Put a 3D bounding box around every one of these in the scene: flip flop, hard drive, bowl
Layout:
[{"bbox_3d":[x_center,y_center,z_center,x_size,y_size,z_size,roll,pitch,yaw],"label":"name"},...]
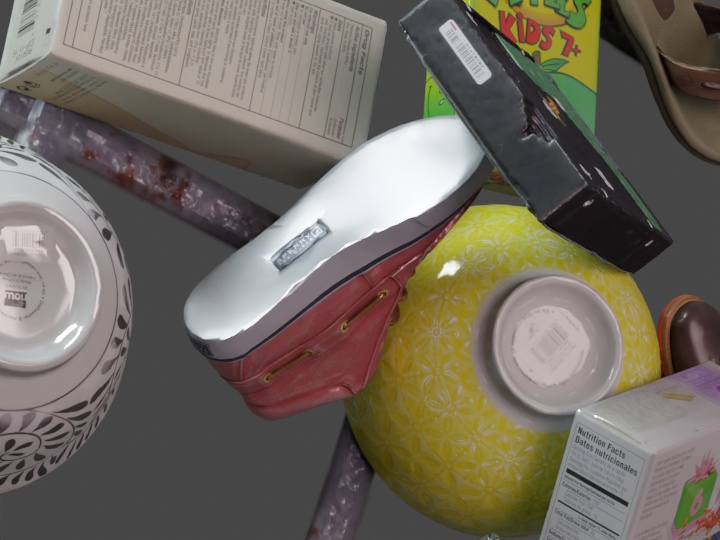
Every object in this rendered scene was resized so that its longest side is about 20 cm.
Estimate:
[{"bbox_3d":[0.225,-0.144,1.433,0.081,0.057,0.200,-55,128,-29],"label":"flip flop"},{"bbox_3d":[0.100,-0.072,1.219,0.140,0.038,0.200,56,13,18],"label":"hard drive"},{"bbox_3d":[0.097,0.051,1.277,0.199,0.108,0.202,3,78,-17],"label":"bowl"},{"bbox_3d":[-0.191,0.014,1.141,0.200,0.094,0.202,6,78,-31],"label":"bowl"}]

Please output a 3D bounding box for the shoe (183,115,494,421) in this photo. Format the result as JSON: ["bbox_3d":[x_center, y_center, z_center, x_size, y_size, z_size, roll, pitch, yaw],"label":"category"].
[{"bbox_3d":[0.000,0.000,1.234,0.200,0.072,0.091,-37,137,-4],"label":"shoe"}]

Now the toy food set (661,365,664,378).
[{"bbox_3d":[0.235,0.135,1.409,0.197,0.049,0.201,-9,86,-33],"label":"toy food set"}]

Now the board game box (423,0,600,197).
[{"bbox_3d":[0.096,-0.151,1.376,0.101,0.048,0.201,11,75,-29],"label":"board game box"}]

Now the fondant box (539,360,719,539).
[{"bbox_3d":[0.161,0.164,1.273,0.144,0.058,0.201,-14,126,-49],"label":"fondant box"}]

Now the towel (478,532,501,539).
[{"bbox_3d":[0.023,0.268,1.212,0.199,0.035,0.194,-22,94,-3],"label":"towel"}]

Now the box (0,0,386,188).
[{"bbox_3d":[-0.092,-0.122,1.236,0.199,0.078,0.096,20,72,-27],"label":"box"}]

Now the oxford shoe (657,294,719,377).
[{"bbox_3d":[0.254,0.098,1.355,0.071,0.072,0.201,-41,103,-30],"label":"oxford shoe"}]
